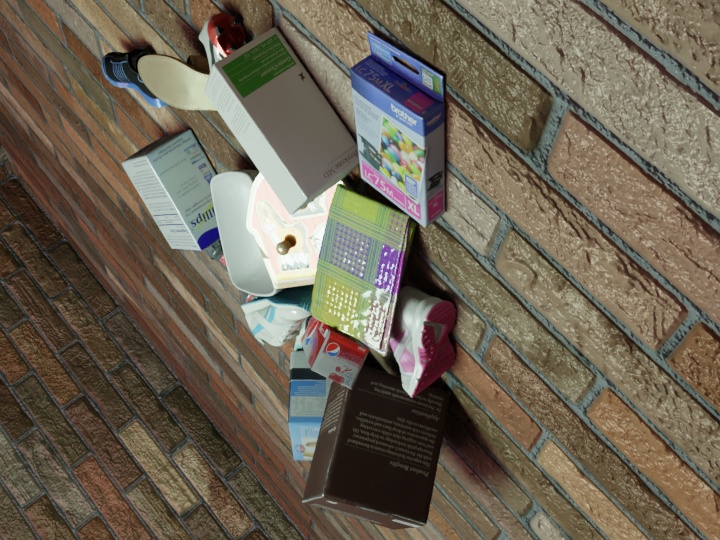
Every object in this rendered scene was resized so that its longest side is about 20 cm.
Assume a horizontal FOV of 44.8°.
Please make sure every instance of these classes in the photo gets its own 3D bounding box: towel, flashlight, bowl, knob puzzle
[{"bbox_3d":[0.000,0.000,1.165,0.142,0.023,0.204,25,116,33],"label":"towel"},{"bbox_3d":[-0.242,0.005,1.734,0.200,0.068,0.068,47,158,15],"label":"flashlight"},{"bbox_3d":[-0.163,-0.068,1.416,0.199,0.073,0.204,8,112,61],"label":"bowl"},{"bbox_3d":[-0.082,-0.071,1.219,0.215,0.030,0.224,11,120,20],"label":"knob puzzle"}]

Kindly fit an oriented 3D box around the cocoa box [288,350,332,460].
[{"bbox_3d":[-0.058,0.244,1.540,0.201,0.130,0.134,92,179,-60],"label":"cocoa box"}]

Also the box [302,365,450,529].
[{"bbox_3d":[0.023,0.272,1.336,0.163,0.204,0.164,18,159,-9],"label":"box"}]

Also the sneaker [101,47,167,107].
[{"bbox_3d":[-0.395,-0.359,1.532,0.198,0.070,0.079,31,145,33],"label":"sneaker"}]

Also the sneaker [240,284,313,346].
[{"bbox_3d":[-0.117,0.072,1.388,0.199,0.076,0.082,-12,102,59],"label":"sneaker"}]

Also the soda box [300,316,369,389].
[{"bbox_3d":[-0.040,0.111,1.296,0.069,0.064,0.200,25,-177,-10],"label":"soda box"}]

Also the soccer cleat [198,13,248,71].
[{"bbox_3d":[-0.163,-0.253,1.206,0.085,0.068,0.203,-3,116,58],"label":"soccer cleat"}]

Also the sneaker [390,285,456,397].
[{"bbox_3d":[0.078,0.093,1.212,0.088,0.081,0.203,40,146,32],"label":"sneaker"}]

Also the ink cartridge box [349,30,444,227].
[{"bbox_3d":[0.042,-0.154,0.976,0.119,0.042,0.202,40,152,31],"label":"ink cartridge box"}]

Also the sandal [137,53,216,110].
[{"bbox_3d":[-0.229,-0.284,1.308,0.208,0.070,0.079,18,128,21],"label":"sandal"}]

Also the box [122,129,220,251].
[{"bbox_3d":[-0.341,-0.150,1.663,0.183,0.104,0.203,6,127,61],"label":"box"}]

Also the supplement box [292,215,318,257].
[{"bbox_3d":[-0.040,-0.019,1.296,0.202,0.068,0.066,57,160,-12],"label":"supplement box"}]

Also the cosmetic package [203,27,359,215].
[{"bbox_3d":[-0.098,-0.189,1.118,0.201,0.107,0.085,53,157,-2],"label":"cosmetic package"}]

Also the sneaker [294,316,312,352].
[{"bbox_3d":[-0.069,0.077,1.476,0.200,0.076,0.088,131,141,-53],"label":"sneaker"}]
